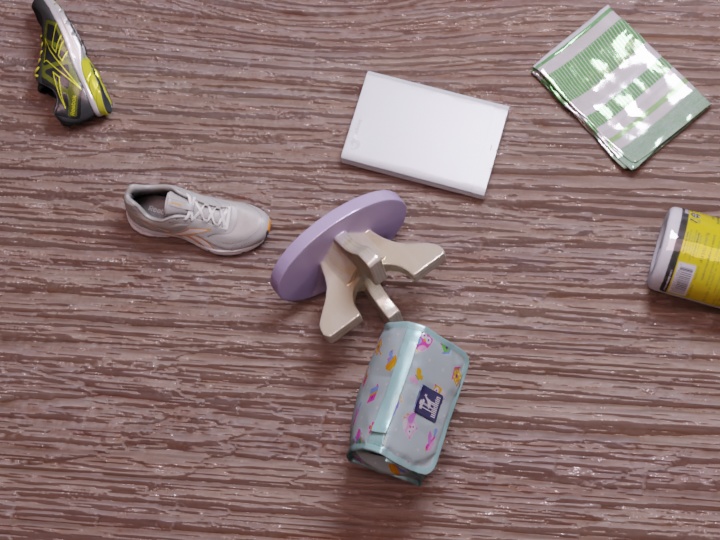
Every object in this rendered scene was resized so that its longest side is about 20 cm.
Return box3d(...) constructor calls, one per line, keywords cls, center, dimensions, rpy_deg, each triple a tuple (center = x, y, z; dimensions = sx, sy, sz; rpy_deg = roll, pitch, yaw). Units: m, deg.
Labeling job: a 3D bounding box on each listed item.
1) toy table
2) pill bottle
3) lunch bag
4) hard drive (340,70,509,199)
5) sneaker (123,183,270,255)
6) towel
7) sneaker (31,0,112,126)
box3d(cls="toy table", center=(0.000, 0.000, 1.681), dimensions=(0.200, 0.184, 0.117), rpy_deg=(-41, 59, 1))
box3d(cls="pill bottle", center=(0.473, -0.003, 1.673), dimensions=(0.200, 0.111, 0.111), rpy_deg=(17, 77, 7))
box3d(cls="lunch bag", center=(0.054, 0.162, 1.609), dimensions=(0.122, 0.200, 0.171), rpy_deg=(19, 76, 8))
box3d(cls="hard drive", center=(0.087, -0.184, 1.789), dimensions=(0.200, 0.026, 0.132), rpy_deg=(15, 76, 7))
box3d(cls="sneaker", center=(-0.219, -0.071, 1.743), dimensions=(0.200, 0.092, 0.076), rpy_deg=(7, 76, 5))
box3d(cls="towel", center=(0.350, -0.248, 1.792), dimensions=(0.152, 0.023, 0.200), rpy_deg=(-40, 76, -8))
box3d(cls="sneaker", center=(-0.417, -0.289, 1.823), dimensions=(0.085, 0.074, 0.200), rpy_deg=(-27, 75, -3))
